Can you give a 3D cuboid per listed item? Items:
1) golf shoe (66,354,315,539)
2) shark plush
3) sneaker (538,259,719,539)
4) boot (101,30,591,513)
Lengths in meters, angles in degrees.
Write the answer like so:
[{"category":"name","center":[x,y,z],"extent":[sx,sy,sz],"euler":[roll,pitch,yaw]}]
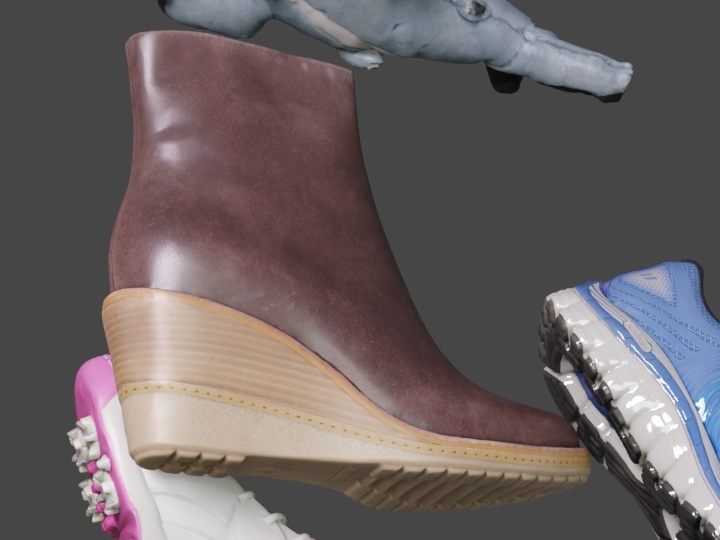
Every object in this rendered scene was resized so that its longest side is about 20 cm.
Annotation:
[{"category":"golf shoe","center":[-0.043,0.117,0.791],"extent":[0.091,0.075,0.201],"euler":[-25,94,-16]},{"category":"shark plush","center":[0.003,-0.102,0.786],"extent":[0.199,0.083,0.091],"euler":[37,83,-2]},{"category":"sneaker","center":[0.149,0.074,0.773],"extent":[0.089,0.079,0.201],"euler":[-26,66,-13]},{"category":"boot","center":[0.000,0.000,0.789],"extent":[0.199,0.072,0.168],"euler":[11,67,-26]}]
